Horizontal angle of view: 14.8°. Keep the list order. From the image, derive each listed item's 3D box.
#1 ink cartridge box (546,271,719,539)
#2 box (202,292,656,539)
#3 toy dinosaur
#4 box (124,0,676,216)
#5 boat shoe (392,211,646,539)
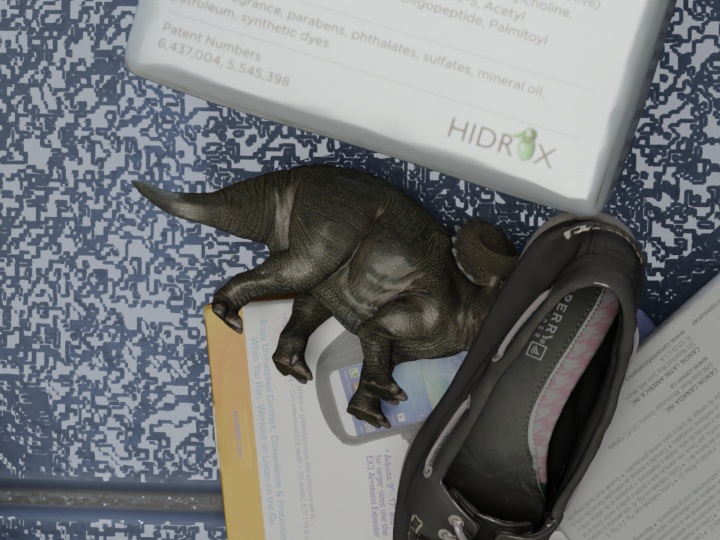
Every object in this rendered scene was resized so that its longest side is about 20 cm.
[{"bbox_3d":[0.181,0.104,1.141,0.161,0.050,0.200,-43,85,26],"label":"ink cartridge box"},{"bbox_3d":[0.035,0.064,1.228,0.200,0.041,0.119,-5,95,4],"label":"box"},{"bbox_3d":[0.000,0.000,1.184,0.200,0.077,0.102,25,72,15],"label":"toy dinosaur"},{"bbox_3d":[0.032,-0.134,1.129,0.200,0.199,0.171,18,96,5],"label":"box"},{"bbox_3d":[0.061,0.069,1.119,0.067,0.057,0.200,18,114,-8],"label":"boat shoe"}]
